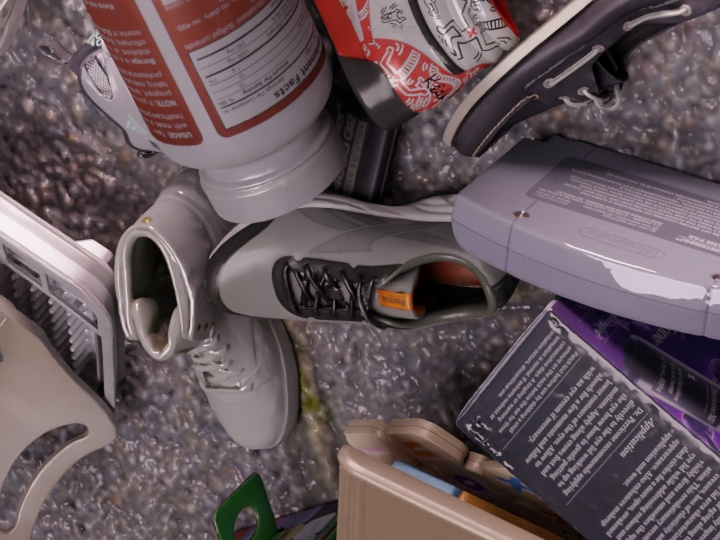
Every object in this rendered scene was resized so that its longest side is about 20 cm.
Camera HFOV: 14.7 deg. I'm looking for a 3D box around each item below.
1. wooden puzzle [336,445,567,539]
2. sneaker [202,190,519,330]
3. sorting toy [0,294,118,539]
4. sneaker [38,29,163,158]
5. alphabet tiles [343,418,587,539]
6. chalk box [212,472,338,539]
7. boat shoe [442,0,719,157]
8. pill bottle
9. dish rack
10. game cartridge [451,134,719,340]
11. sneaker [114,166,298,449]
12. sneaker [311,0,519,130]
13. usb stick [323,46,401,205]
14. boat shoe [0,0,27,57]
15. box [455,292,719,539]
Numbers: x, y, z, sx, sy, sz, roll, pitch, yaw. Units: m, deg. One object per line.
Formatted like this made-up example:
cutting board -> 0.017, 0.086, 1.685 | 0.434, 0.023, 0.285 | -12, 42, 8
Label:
wooden puzzle -> 0.072, 0.177, 1.644 | 0.184, 0.037, 0.200 | 25, 156, 13
sneaker -> 0.000, 0.000, 1.649 | 0.199, 0.080, 0.074 | -5, 122, 14
sorting toy -> -0.255, 0.107, 1.802 | 0.180, 0.107, 0.200 | 35, 97, -31
sneaker -> -0.138, -0.153, 1.678 | 0.139, 0.078, 0.201 | -2, 114, 30
alphabet tiles -> 0.086, 0.143, 1.677 | 0.200, 0.015, 0.195 | 35, 160, -23
chalk box -> -0.044, 0.232, 1.806 | 0.123, 0.124, 0.201 | -21, 103, 36
boat shoe -> 0.123, -0.115, 1.551 | 0.063, 0.073, 0.200 | 49, 124, 2
pill bottle -> -0.084, -0.131, 1.563 | 0.112, 0.112, 0.201 | -4, 126, 32
dish rack -> -0.216, 0.003, 1.789 | 0.171, 0.044, 0.200 | 33, 157, 10
game cartridge -> 0.158, -0.017, 1.545 | 0.199, 0.133, 0.041 | 18, 116, 21
sneaker -> -0.103, 0.043, 1.742 | 0.073, 0.116, 0.201 | -1, 116, 29
sneaker -> 0.013, -0.191, 1.584 | 0.108, 0.067, 0.202 | -30, 80, 13
usb stick -> -0.007, -0.065, 1.679 | 0.055, 0.033, 0.201 | 27, 126, 19
boat shoe -> -0.213, -0.215, 1.654 | 0.070, 0.069, 0.201 | 16, 99, 4
box -> 0.178, 0.088, 1.580 | 0.200, 0.148, 0.104 | 39, 124, 4
